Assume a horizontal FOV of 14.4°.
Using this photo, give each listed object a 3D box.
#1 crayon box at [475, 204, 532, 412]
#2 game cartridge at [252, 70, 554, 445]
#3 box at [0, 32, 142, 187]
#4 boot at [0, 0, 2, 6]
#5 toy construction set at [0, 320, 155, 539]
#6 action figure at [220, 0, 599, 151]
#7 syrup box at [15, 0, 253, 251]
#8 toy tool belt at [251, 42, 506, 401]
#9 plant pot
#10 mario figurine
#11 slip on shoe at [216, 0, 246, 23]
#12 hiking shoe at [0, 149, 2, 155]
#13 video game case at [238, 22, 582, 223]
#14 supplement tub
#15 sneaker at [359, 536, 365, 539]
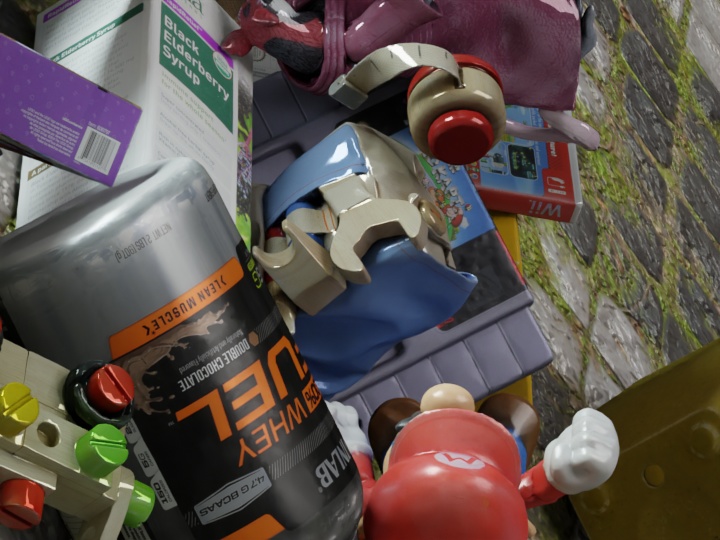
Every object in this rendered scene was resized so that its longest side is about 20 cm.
[{"bbox_3d":[0.066,-0.002,1.607,0.201,0.050,0.127,-92,176,-46],"label":"crayon box"},{"bbox_3d":[0.004,-0.015,1.477,0.201,0.129,0.038,62,-12,5],"label":"game cartridge"},{"bbox_3d":[-0.199,-0.096,1.143,0.200,0.136,0.039,27,84,-53],"label":"box"},{"bbox_3d":[-0.171,-0.221,1.334,0.070,0.131,0.201,26,41,-55],"label":"boot"},{"bbox_3d":[-0.146,0.085,1.072,0.200,0.092,0.132,42,39,-38],"label":"toy construction set"},{"bbox_3d":[0.011,-0.119,1.438,0.199,0.134,0.150,-15,103,-36],"label":"action figure"},{"bbox_3d":[-0.104,-0.056,1.345,0.079,0.081,0.201,45,29,-34],"label":"syrup box"},{"bbox_3d":[0.000,0.000,1.350,0.125,0.200,0.123,31,34,-33],"label":"toy tool belt"},{"bbox_3d":[0.231,0.137,1.697,0.200,0.194,0.196,-17,78,-57],"label":"plant pot"},{"bbox_3d":[0.043,0.077,1.289,0.106,0.123,0.200,51,5,-3],"label":"mario figurine"},{"bbox_3d":[-0.117,-0.187,1.497,0.200,0.060,0.076,35,33,-45],"label":"slip on shoe"},{"bbox_3d":[-0.209,-0.017,1.057,0.076,0.100,0.200,57,23,-6],"label":"hiking shoe"},{"bbox_3d":[0.020,-0.094,1.575,0.199,0.018,0.143,9,42,-10],"label":"video game case"},{"bbox_3d":[-0.078,0.065,1.195,0.201,0.122,0.123,63,22,-10],"label":"supplement tub"},{"bbox_3d":[-0.004,0.154,1.328,0.091,0.078,0.200,64,13,12],"label":"sneaker"}]
